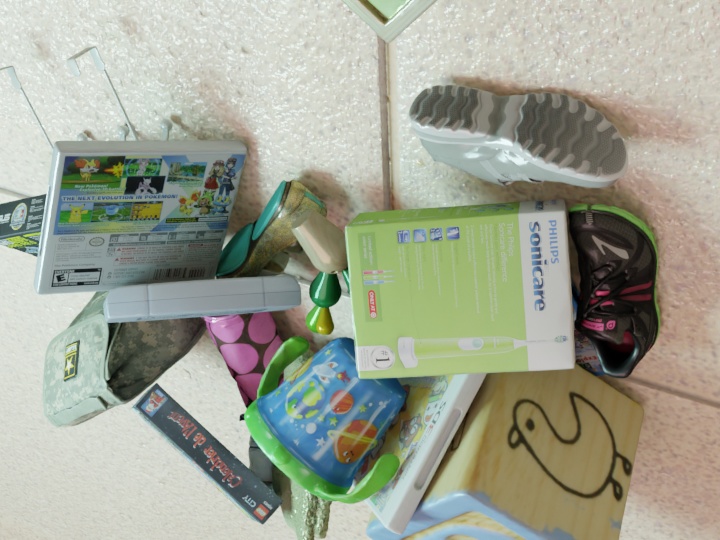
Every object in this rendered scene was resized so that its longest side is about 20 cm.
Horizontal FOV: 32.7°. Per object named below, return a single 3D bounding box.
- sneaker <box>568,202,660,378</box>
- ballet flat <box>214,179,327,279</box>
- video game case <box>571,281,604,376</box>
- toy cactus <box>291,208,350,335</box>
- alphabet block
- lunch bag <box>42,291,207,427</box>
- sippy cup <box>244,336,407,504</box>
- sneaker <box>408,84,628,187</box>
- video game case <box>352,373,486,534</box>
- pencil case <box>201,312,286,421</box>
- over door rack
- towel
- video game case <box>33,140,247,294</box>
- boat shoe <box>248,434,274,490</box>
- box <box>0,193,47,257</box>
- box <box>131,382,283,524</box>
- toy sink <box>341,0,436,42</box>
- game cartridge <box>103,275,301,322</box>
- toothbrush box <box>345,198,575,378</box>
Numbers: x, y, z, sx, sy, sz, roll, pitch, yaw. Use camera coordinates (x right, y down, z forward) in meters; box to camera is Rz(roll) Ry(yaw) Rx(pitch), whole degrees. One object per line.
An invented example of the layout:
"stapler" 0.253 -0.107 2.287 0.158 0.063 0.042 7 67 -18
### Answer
"sneaker" 0.237 0.021 1.142 0.077 0.084 0.200 0 132 32
"ballet flat" -0.096 -0.029 1.329 0.071 0.071 0.200 38 141 -8
"video game case" 0.162 0.037 1.262 0.143 0.018 0.200 -11 125 39
"toy cactus" 0.000 0.000 1.253 0.165 0.102 0.200 48 145 -19
"alphabet block" 0.150 0.209 1.279 0.195 0.200 0.196 32 144 -18
"lunch bag" -0.291 0.094 1.473 0.118 0.200 0.164 47 139 -18
"sippy cup" -0.028 0.143 1.258 0.178 0.140 0.130 42 98 5
"sneaker" 0.143 -0.111 1.090 0.200 0.075 0.082 19 154 26
"video game case" 0.048 0.156 1.270 0.023 0.182 0.200 28 180 -17
"pencil case" -0.130 0.099 1.470 0.091 0.094 0.200 -21 127 -5
"over door rack" -0.281 -0.153 1.311 0.147 0.067 0.200 -4 132 36
"towel" -0.063 0.201 1.407 0.036 0.148 0.201 4 104 -22
"video game case" -0.230 -0.055 1.279 0.022 0.200 0.183 57 140 42
"boat shoe" -0.117 0.253 1.574 0.073 0.067 0.200 8 163 10
"box" -0.300 -0.041 1.391 0.200 0.044 0.160 -7 158 44
"box" -0.184 0.215 1.448 0.200 0.038 0.137 44 166 -4
"toy sink" 0.003 -0.297 0.938 0.200 0.112 0.130 42 140 -13
"game cartridge" -0.168 0.030 1.292 0.199 0.041 0.133 -4 180 -14
"toothbrush box" 0.094 0.016 1.137 0.199 0.086 0.146 -4 100 10
